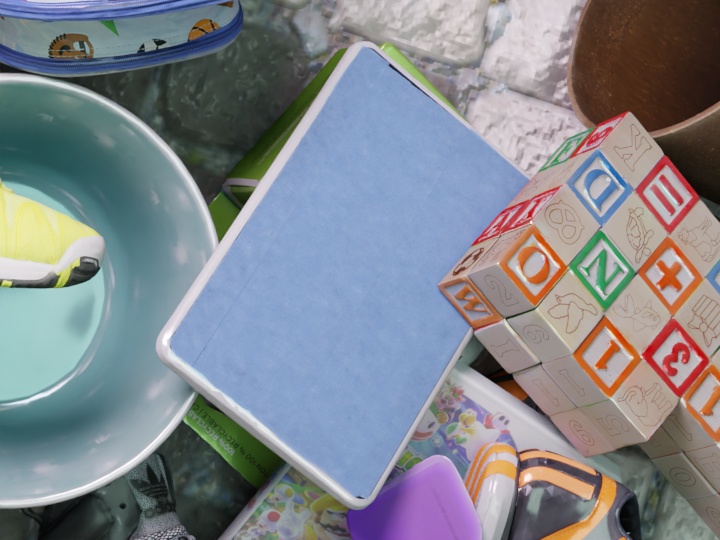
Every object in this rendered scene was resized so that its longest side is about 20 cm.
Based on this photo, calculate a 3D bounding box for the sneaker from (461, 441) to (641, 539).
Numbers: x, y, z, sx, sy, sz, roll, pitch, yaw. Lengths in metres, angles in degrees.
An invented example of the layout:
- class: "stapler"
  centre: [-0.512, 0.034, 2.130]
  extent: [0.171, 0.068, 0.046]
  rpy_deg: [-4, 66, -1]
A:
- class: "sneaker"
  centre: [0.085, 0.187, 1.258]
  extent: [0.111, 0.078, 0.201]
  rpy_deg: [16, 115, -8]

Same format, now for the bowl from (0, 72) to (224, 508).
- class: "bowl"
  centre: [-0.171, 0.010, 1.216]
  extent: [0.199, 0.105, 0.202]
  rpy_deg: [0, 89, -13]

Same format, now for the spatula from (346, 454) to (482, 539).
- class: "spatula"
  centre: [-0.020, 0.159, 1.250]
  extent: [0.020, 0.200, 0.057]
  rpy_deg: [-8, 67, -53]

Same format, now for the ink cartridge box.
- class: "ink cartridge box"
  centre: [-0.012, 0.008, 1.287]
  extent: [0.148, 0.076, 0.200]
  rpy_deg: [44, 78, -15]

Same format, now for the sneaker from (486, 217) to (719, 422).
- class: "sneaker"
  centre: [0.124, 0.026, 1.333]
  extent: [0.199, 0.078, 0.113]
  rpy_deg: [-12, 86, -18]

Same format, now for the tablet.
- class: "tablet"
  centre: [0.000, 0.000, 1.216]
  extent: [0.130, 0.014, 0.200]
  rpy_deg: [39, 64, -13]

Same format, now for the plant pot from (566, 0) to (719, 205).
- class: "plant pot"
  centre: [0.241, -0.090, 1.325]
  extent: [0.200, 0.187, 0.187]
  rpy_deg: [38, 81, -30]

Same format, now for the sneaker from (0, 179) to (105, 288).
- class: "sneaker"
  centre: [-0.205, -0.042, 1.118]
  extent: [0.199, 0.075, 0.077]
  rpy_deg: [17, 86, -13]

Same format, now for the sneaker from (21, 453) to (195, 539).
- class: "sneaker"
  centre: [-0.086, 0.143, 1.232]
  extent: [0.199, 0.075, 0.115]
  rpy_deg: [-7, 86, 25]

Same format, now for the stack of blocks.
- class: "stack of blocks"
  centre: [0.146, 0.039, 1.243]
  extent: [0.200, 0.058, 0.115]
  rpy_deg: [49, 61, -12]

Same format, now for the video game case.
- class: "video game case"
  centre: [0.016, 0.138, 1.285]
  extent: [0.143, 0.018, 0.200]
  rpy_deg: [33, 110, -16]

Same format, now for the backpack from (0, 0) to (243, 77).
- class: "backpack"
  centre: [-0.125, -0.174, 1.184]
  extent: [0.199, 0.190, 0.155]
  rpy_deg: [-17, 113, -16]
